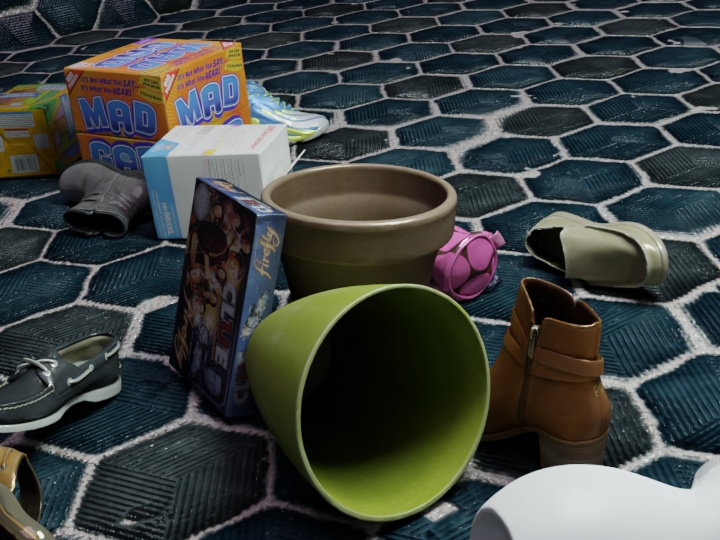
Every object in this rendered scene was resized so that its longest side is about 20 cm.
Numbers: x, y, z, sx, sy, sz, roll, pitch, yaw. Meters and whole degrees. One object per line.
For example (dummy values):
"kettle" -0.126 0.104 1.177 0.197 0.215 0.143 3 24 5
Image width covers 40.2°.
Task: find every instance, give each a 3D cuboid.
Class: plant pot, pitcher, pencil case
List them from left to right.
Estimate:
"plant pot" -0.020 0.095 0.861 0.185 0.190 0.199 -20 16 -28
"plant pot" 0.000 0.000 1.015 0.196 0.177 0.201 -1 23 1
"pencil case" 0.078 -0.034 1.182 0.094 0.091 0.199 -52 42 -9
"pitcher" 0.185 0.205 0.645 0.197 0.123 0.172 -1 33 -18

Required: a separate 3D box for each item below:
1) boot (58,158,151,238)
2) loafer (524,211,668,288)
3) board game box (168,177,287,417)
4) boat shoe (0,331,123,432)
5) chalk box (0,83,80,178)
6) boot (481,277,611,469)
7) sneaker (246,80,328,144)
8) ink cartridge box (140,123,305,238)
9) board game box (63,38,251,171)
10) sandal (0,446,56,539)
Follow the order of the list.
"boot" -0.399 -0.105 1.455 0.197 0.071 0.132 3 32 28
"loafer" 0.265 -0.018 1.131 0.068 0.077 0.199 -21 20 -27
"board game box" -0.135 0.023 0.974 0.034 0.203 0.135 0 17 -36
"boat shoe" -0.298 0.103 0.941 0.074 0.061 0.200 9 11 15
"chalk box" -0.555 -0.255 1.724 0.122 0.126 0.201 -2 26 7
"boot" 0.134 0.080 0.851 0.076 0.158 0.199 -18 28 -25
"sneaker" -0.156 -0.275 1.703 0.196 0.107 0.076 -5 25 2
"ink cartridge box" -0.181 -0.125 1.375 0.196 0.127 0.129 1 26 14
"board game box" -0.310 -0.241 1.556 0.197 0.203 0.200 9 29 29
"sandal" -0.289 0.181 0.815 0.054 0.081 0.199 -40 45 -25
